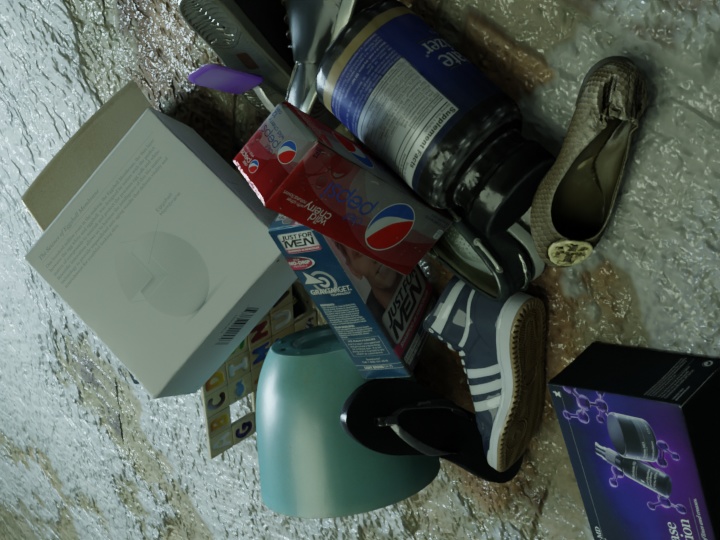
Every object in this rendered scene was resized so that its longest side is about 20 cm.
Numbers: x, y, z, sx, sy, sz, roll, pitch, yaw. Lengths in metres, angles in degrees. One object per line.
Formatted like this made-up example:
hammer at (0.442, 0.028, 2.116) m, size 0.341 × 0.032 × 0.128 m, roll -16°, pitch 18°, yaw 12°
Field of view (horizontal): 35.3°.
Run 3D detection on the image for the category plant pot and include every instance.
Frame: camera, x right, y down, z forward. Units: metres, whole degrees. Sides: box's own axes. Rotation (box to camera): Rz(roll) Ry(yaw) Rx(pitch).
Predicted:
plant pot at (-0.023, 0.148, 1.216) m, size 0.199 × 0.199 × 0.163 m, roll 3°, pitch 107°, yaw 50°
plant pot at (-0.275, -0.065, 1.306) m, size 0.201 × 0.176 × 0.200 m, roll 55°, pitch 169°, yaw 3°

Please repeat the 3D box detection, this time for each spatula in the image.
spatula at (-0.073, -0.150, 1.077) m, size 0.199 × 0.021 × 0.056 m, roll 27°, pitch 156°, yaw -30°

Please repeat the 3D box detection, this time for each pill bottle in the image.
pill bottle at (0.064, -0.125, 0.949) m, size 0.200 × 0.111 × 0.112 m, roll 44°, pitch 144°, yaw 17°

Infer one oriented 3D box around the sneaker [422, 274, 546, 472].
sneaker at (0.118, 0.094, 1.095) m, size 0.108 × 0.070 × 0.202 m, roll 25°, pitch 130°, yaw 34°

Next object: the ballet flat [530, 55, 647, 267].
ballet flat at (0.180, -0.072, 0.886) m, size 0.047 × 0.066 × 0.202 m, roll -105°, pitch 20°, yaw -45°

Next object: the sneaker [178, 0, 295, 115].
sneaker at (-0.087, -0.235, 1.085) m, size 0.074 × 0.107 × 0.200 m, roll 3°, pitch 150°, yaw 32°

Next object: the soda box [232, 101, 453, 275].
soda box at (-0.010, -0.065, 0.948) m, size 0.070 × 0.199 × 0.064 m, roll -48°, pitch 51°, yaw 14°

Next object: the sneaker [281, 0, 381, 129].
sneaker at (-0.041, -0.219, 1.021) m, size 0.106 × 0.074 × 0.202 m, roll 38°, pitch 121°, yaw 24°

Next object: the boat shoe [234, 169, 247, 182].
boat shoe at (-0.086, -0.094, 1.204) m, size 0.198 × 0.073 × 0.070 m, roll 14°, pitch 120°, yaw 40°

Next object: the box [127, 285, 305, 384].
box at (-0.183, 0.078, 1.377) m, size 0.199 × 0.158 × 0.046 m, roll -14°, pitch 105°, yaw 55°

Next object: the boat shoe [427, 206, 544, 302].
boat shoe at (0.077, -0.044, 1.042) m, size 0.199 × 0.060 × 0.076 m, roll 34°, pitch 145°, yaw 33°

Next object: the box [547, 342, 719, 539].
box at (0.260, 0.173, 0.979) m, size 0.140 × 0.078 × 0.202 m, roll 6°, pitch 122°, yaw 52°

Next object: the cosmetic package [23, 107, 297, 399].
cosmetic package at (-0.188, -0.015, 1.135) m, size 0.200 × 0.200 × 0.123 m, roll 44°, pitch -173°, yaw 11°

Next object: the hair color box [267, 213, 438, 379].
hair color box at (0.000, 0.000, 1.088) m, size 0.060 × 0.101 × 0.201 m, roll -7°, pitch 129°, yaw 35°

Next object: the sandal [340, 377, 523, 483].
sandal at (0.077, 0.157, 1.128) m, size 0.198 × 0.077 × 0.043 m, roll 17°, pitch 169°, yaw -15°

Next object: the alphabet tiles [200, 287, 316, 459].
alphabet tiles at (-0.115, 0.108, 1.310) m, size 0.008 × 0.166 × 0.202 m, roll 35°, pitch 140°, yaw 36°
